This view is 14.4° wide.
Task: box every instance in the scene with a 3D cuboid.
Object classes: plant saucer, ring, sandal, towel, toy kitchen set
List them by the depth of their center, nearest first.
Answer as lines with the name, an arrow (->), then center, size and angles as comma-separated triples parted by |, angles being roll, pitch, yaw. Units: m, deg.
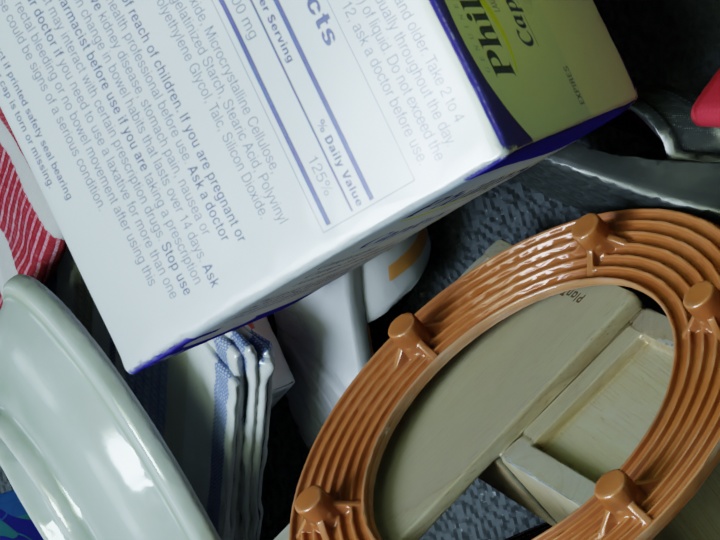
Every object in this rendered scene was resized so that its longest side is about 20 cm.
ring -> 0.053, 0.050, 1.008 | 0.200, 0.200, 0.019 | -12, 131, 40
sandal -> 0.137, -0.035, 1.065 | 0.200, 0.075, 0.048 | 15, 77, 27
toy kitchen set -> 0.087, 0.120, 1.078 | 0.180, 0.163, 0.200 | 49, 172, -25
sandal -> -0.005, -0.003, 1.192 | 0.079, 0.059, 0.207 | 33, 141, 45
plant saucer -> -0.114, 0.098, 1.231 | 0.200, 0.050, 0.200 | 53, 165, 21
towel -> -0.097, 0.026, 1.243 | 0.200, 0.024, 0.147 | 49, 147, 36
towel -> -0.190, -0.037, 1.309 | 0.144, 0.023, 0.200 | 58, 149, 13

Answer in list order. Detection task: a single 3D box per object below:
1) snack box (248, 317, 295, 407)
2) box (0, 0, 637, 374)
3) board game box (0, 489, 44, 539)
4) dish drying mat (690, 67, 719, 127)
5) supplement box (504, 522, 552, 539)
snack box -> -0.085, -0.030, 1.244 | 0.200, 0.024, 0.072 | 65, 163, 8
box -> -0.031, -0.091, 1.047 | 0.200, 0.105, 0.184 | -29, 85, 36
board game box -> -0.168, 0.183, 1.268 | 0.045, 0.200, 0.152 | -42, 74, 37
dish drying mat -> 0.191, -0.075, 0.961 | 0.018, 0.077, 0.200 | 44, 163, -23
supplement box -> 0.079, 0.214, 1.166 | 0.109, 0.061, 0.200 | -34, 77, 39
